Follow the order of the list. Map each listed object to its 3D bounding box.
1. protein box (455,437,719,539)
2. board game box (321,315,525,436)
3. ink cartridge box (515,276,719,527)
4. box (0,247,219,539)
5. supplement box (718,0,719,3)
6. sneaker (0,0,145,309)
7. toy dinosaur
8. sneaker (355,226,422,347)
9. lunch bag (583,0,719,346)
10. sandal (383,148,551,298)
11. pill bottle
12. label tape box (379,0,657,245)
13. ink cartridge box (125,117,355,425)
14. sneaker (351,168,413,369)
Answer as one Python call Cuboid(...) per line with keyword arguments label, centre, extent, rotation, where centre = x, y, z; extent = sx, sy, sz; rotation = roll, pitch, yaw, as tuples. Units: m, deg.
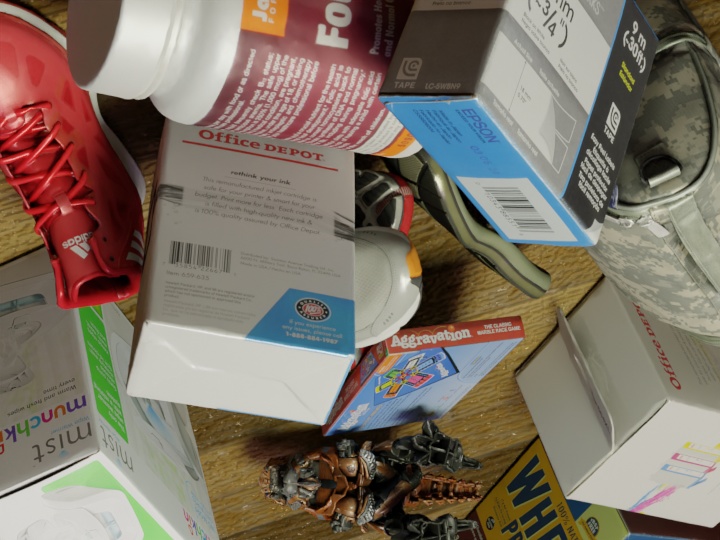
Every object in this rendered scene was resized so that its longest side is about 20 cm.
Cuboid(label="protein box", centre=(0.226, 0.244, 1.321), extent=(0.198, 0.136, 0.199), rotation=(12, 130, -33))
Cuboid(label="board game box", centre=(0.040, 0.080, 1.097), extent=(0.102, 0.020, 0.200), rotation=(-8, 160, -18))
Cuboid(label="ink cartridge box", centre=(0.229, 0.104, 1.179), extent=(0.199, 0.129, 0.125), rotation=(16, 127, -34))
Cuboid(label="box", centre=(-0.181, 0.117, 0.980), extent=(0.096, 0.177, 0.201), rotation=(-24, 139, 4))
Cuboid(label="supplement box", centre=(0.321, -0.179, 0.946), extent=(0.199, 0.086, 0.111), rotation=(18, 125, -37))
Cuboid(label="sneaker", centre=(-0.170, -0.056, 0.844), extent=(0.078, 0.116, 0.200), rotation=(-28, 139, 9))
Cuboid(label="toy dinosaur", centre=(0.020, 0.165, 1.180), extent=(0.199, 0.103, 0.135), rotation=(-18, -171, -39))
Cuboid(label="sneaker", centre=(-0.054, 0.022, 0.942), extent=(0.198, 0.077, 0.092), rotation=(-15, 176, 35))
Cuboid(label="lunch bag", centre=(0.198, -0.058, 0.960), extent=(0.139, 0.169, 0.200), rotation=(-32, 138, 12))
Cuboid(label="sandal", centre=(0.079, -0.047, 1.004), extent=(0.057, 0.080, 0.201), rotation=(-48, 141, 3))
Cuboid(label="pill bottle", centre=(-0.052, -0.131, 0.816), extent=(0.198, 0.115, 0.115), rotation=(6, 132, -29))
Cuboid(label="label tape box", centre=(0.100, -0.137, 0.805), extent=(0.063, 0.202, 0.144), rotation=(4, 154, 38))
Cuboid(label="ink cartridge box", centre=(-0.065, -0.018, 0.856), extent=(0.114, 0.201, 0.067), rotation=(10, 137, -11))
Cuboid(label="sneaker", centre=(0.000, 0.000, 1.027), extent=(0.084, 0.077, 0.201), rotation=(-16, 148, -33))
